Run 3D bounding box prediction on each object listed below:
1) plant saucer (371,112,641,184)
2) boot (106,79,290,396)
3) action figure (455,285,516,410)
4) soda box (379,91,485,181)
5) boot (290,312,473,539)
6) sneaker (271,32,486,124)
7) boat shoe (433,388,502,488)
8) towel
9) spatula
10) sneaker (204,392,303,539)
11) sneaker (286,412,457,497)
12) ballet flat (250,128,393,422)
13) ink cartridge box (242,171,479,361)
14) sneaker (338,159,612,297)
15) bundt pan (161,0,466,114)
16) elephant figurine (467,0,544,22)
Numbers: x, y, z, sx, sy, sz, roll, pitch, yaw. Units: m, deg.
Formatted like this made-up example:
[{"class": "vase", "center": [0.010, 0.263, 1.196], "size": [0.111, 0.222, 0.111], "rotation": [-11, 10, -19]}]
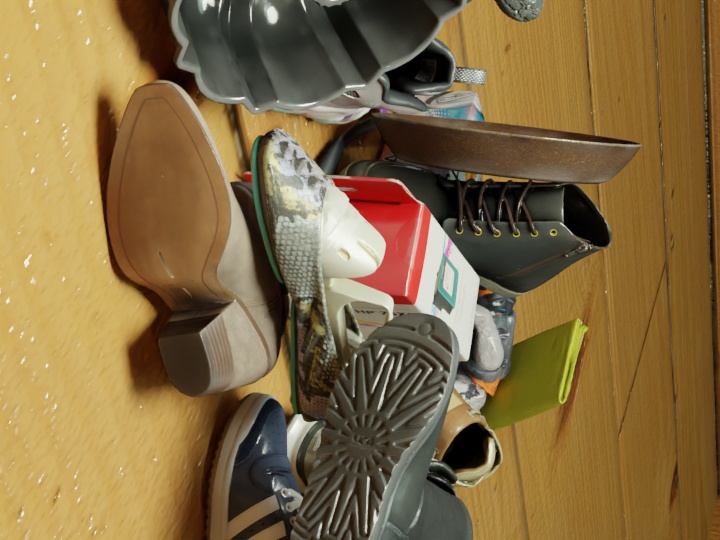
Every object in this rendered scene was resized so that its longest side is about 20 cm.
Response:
[{"class": "plant saucer", "center": [0.105, -0.090, 1.094], "size": [0.200, 0.200, 0.035], "rotation": [-12, 111, -69]}, {"class": "boot", "center": [-0.085, -0.024, 0.862], "size": [0.146, 0.070, 0.201], "rotation": [-54, 143, -66]}, {"class": "action figure", "center": [0.106, 0.033, 1.223], "size": [0.200, 0.104, 0.194], "rotation": [-111, -143, -87]}, {"class": "soda box", "center": [0.047, -0.055, 1.192], "size": [0.064, 0.068, 0.200], "rotation": [68, 33, -46]}, {"class": "boot", "center": [0.037, 0.132, 0.911], "size": [0.165, 0.065, 0.200], "rotation": [-63, 150, -11]}, {"class": "sneaker", "center": [0.022, -0.135, 1.010], "size": [0.200, 0.139, 0.078], "rotation": [-24, 115, -67]}, {"class": "boat shoe", "center": [0.069, 0.136, 1.136], "size": [0.076, 0.074, 0.200], "rotation": [-47, 153, -4]}, {"class": "towel", "center": [0.116, 0.107, 1.269], "size": [0.018, 0.200, 0.086], "rotation": [33, 54, -22]}, {"class": "spatula", "center": [-0.006, -0.098, 1.112], "size": [0.200, 0.020, 0.057], "rotation": [-56, 148, -51]}, {"class": "sneaker", "center": [-0.042, 0.179, 0.930], "size": [0.070, 0.108, 0.201], "rotation": [43, 53, -65]}, {"class": "sneaker", "center": [0.022, 0.168, 1.072], "size": [0.076, 0.115, 0.201], "rotation": [-62, 151, -11]}, {"class": "ballet flat", "center": [-0.016, 0.004, 0.867], "size": [0.072, 0.072, 0.201], "rotation": [-61, 151, -50]}, {"class": "ink cartridge box", "center": [0.000, 0.000, 1.008], "size": [0.200, 0.116, 0.068], "rotation": [45, 52, -63]}, {"class": "sneaker", "center": [0.085, -0.048, 1.085], "size": [0.200, 0.106, 0.075], "rotation": [20, 59, -33]}, {"class": "bundt pan", "center": [-0.028, -0.186, 0.836], "size": [0.076, 0.202, 0.202], "rotation": [60, 5, 28]}, {"class": "elephant figurine", "center": [0.048, -0.245, 1.064], "size": [0.142, 0.155, 0.201], "rotation": [-96, 171, -67]}]
